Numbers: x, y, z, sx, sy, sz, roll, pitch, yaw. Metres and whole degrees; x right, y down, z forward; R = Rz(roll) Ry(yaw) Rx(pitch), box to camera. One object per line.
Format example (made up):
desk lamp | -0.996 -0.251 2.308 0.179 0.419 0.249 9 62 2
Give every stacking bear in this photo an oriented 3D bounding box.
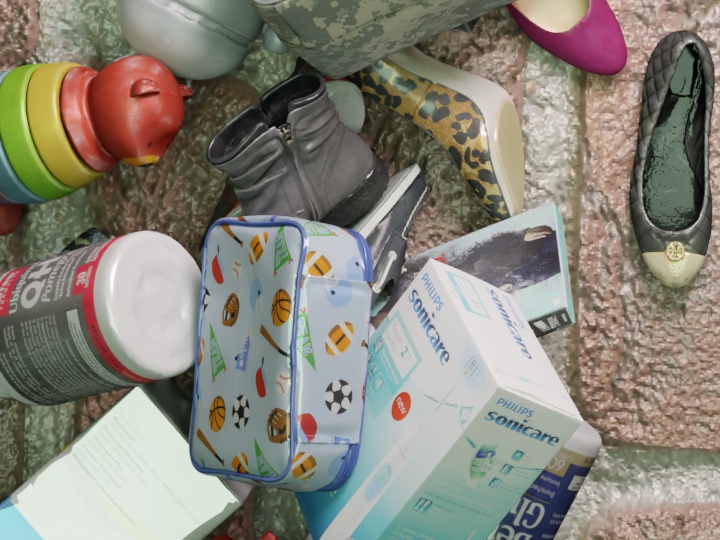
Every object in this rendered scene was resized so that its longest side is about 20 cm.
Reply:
stacking bear | -0.227 -0.108 1.635 0.198 0.121 0.115 -14 79 22

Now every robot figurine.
robot figurine | -0.116 -0.234 1.646 0.169 0.113 0.201 27 94 -11

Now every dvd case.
dvd case | 0.065 0.027 1.627 0.199 0.146 0.022 -22 121 16

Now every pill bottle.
pill bottle | 0.088 0.187 1.579 0.110 0.111 0.201 27 96 1
pill bottle | -0.219 0.043 1.612 0.199 0.110 0.112 -15 93 38

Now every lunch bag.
lunch bag | 0.021 -0.230 1.553 0.199 0.168 0.140 -21 56 17
lunch bag | -0.061 0.054 1.520 0.075 0.160 0.202 8 86 -34

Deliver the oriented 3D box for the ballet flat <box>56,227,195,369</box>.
ballet flat | -0.150 0.026 1.692 0.199 0.074 0.075 29 95 0

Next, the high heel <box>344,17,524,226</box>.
high heel | 0.049 -0.115 1.684 0.141 0.071 0.202 -10 108 28

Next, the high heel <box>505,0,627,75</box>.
high heel | 0.133 -0.226 1.640 0.200 0.096 0.067 43 95 0

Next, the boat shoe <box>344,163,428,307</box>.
boat shoe | 0.000 0.000 1.647 0.060 0.075 0.200 45 62 -11

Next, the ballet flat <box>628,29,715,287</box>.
ballet flat | 0.244 -0.087 1.661 0.066 0.057 0.202 0 94 4

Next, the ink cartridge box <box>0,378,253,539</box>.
ink cartridge box | -0.179 0.175 1.669 0.200 0.129 0.125 -41 91 5

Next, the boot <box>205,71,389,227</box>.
boot | -0.082 -0.053 1.602 0.200 0.132 0.070 -47 46 -3

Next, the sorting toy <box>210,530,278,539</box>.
sorting toy | -0.115 0.285 1.645 0.069 0.200 0.199 40 95 17

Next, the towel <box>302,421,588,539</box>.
towel | 0.067 0.159 1.678 0.165 0.086 0.201 28 97 3

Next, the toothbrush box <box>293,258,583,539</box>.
toothbrush box | 0.046 0.119 1.500 0.085 0.147 0.200 23 116 -34

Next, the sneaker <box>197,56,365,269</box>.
sneaker | -0.070 -0.084 1.685 0.201 0.077 0.082 -53 46 19
